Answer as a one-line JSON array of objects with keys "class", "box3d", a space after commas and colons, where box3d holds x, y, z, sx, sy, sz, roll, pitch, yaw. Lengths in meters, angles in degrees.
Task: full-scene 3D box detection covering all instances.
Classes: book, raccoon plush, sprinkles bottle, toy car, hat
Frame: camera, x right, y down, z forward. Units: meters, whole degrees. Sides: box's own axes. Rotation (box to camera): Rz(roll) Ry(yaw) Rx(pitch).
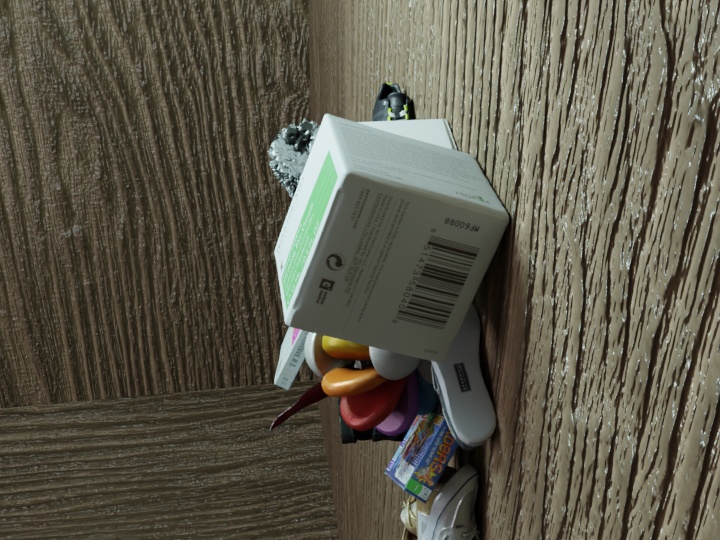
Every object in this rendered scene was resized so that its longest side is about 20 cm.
[{"class": "book", "box3d": [-0.076, 0.069, 1.648, 0.134, 0.048, 0.201, -85, 21, -69]}, {"class": "raccoon plush", "box3d": [-0.065, -0.097, 1.400, 0.134, 0.096, 0.201, 82, -178, -62]}, {"class": "sprinkles bottle", "box3d": [0.112, 0.380, 1.506, 0.068, 0.068, 0.202, -121, 28, -75]}, {"class": "toy car", "box3d": [0.032, 0.139, 1.392, 0.174, 0.199, 0.151, -8, 76, 45]}, {"class": "hat", "box3d": [-0.009, 0.183, 1.697, 0.166, 0.198, 0.178, 14, -93, -73]}]

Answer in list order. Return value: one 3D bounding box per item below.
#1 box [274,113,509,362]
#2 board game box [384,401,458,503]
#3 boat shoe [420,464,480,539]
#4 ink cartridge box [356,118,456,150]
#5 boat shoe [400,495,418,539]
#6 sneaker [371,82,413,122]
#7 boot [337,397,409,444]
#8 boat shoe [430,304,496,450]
[{"class": "box", "box3d": [0.027, -0.038, 1.212, 0.172, 0.199, 0.200, -105, 34, -60]}, {"class": "board game box", "box3d": [0.090, 0.231, 1.428, 0.136, 0.034, 0.200, -59, 3, -6]}, {"class": "boat shoe", "box3d": [0.127, 0.342, 1.404, 0.065, 0.073, 0.201, 36, 131, 28]}, {"class": "ink cartridge box", "box3d": [0.045, -0.097, 1.435, 0.086, 0.145, 0.201, -99, 9, -49]}, {"class": "boat shoe", "box3d": [0.096, 0.377, 1.634, 0.074, 0.069, 0.201, -101, 10, -45]}, {"class": "sneaker", "box3d": [0.048, -0.231, 1.645, 0.200, 0.071, 0.083, -105, 14, -56]}, {"class": "boot", "box3d": [0.043, 0.158, 1.574, 0.079, 0.156, 0.213, -79, -16, -73]}, {"class": "boat shoe", "box3d": [0.119, 0.121, 1.312, 0.068, 0.071, 0.201, 106, 152, -67]}]
